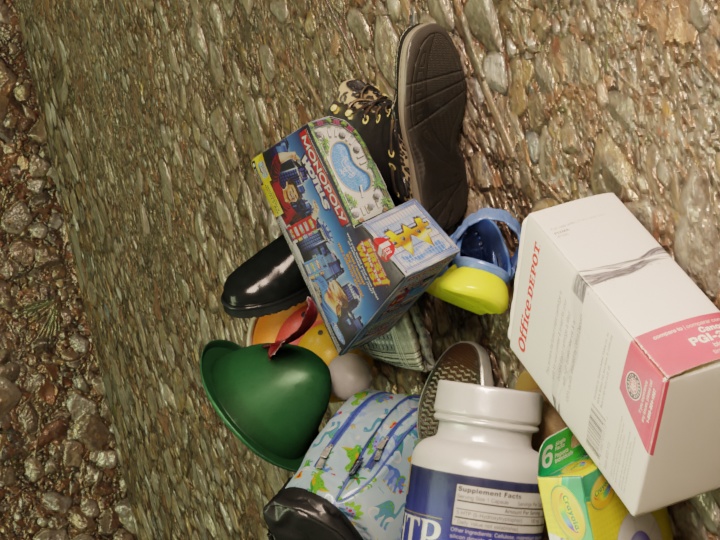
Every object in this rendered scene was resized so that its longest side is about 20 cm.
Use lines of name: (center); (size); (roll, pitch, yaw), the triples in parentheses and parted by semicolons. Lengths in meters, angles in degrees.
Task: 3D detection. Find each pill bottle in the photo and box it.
pill bottle: (0.096, 0.196, 1.449); (0.120, 0.119, 0.202); (179, 99, -70)

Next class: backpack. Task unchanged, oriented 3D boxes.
backpack: (0.012, 0.211, 1.722); (0.164, 0.153, 0.201); (61, -146, -31)

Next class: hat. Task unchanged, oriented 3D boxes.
hat: (-0.046, 0.086, 1.728); (0.176, 0.165, 0.200); (-45, 20, 19)

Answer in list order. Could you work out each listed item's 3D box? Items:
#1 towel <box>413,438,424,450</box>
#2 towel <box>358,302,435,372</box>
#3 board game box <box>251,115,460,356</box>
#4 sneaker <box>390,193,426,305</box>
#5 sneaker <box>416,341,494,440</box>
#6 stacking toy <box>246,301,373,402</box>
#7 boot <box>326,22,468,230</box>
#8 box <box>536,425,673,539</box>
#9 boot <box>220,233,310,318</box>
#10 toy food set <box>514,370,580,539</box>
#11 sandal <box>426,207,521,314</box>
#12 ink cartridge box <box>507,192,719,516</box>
towel: (0.078, 0.252, 1.579); (0.147, 0.021, 0.202); (147, 116, -82)
towel: (0.000, 0.000, 1.689); (0.202, 0.034, 0.192); (71, 165, -10)
board game box: (0.001, -0.037, 1.531); (0.201, 0.061, 0.200); (65, 154, -2)
sneaker: (0.026, -0.042, 1.751); (0.112, 0.073, 0.201); (41, 148, 53)
sneaker: (0.101, 0.168, 1.684); (0.072, 0.084, 0.202); (10, 94, 36)
stacking toy: (-0.029, 0.093, 1.854); (0.200, 0.145, 0.147); (-148, 47, -67)
boot: (0.030, -0.147, 1.620); (0.150, 0.073, 0.201); (31, 140, 47)
box: (0.199, 0.214, 1.370); (0.048, 0.117, 0.202); (-10, 97, 40)
boot: (-0.066, -0.054, 1.806); (0.073, 0.197, 0.164); (46, 152, 54)
toy food set: (0.179, 0.196, 1.514); (0.200, 0.048, 0.200); (-146, 45, -62)
sandal: (0.102, -0.009, 1.573); (0.200, 0.079, 0.088); (-178, 110, -76)
ink cartridge box: (0.198, 0.058, 1.315); (0.200, 0.082, 0.147); (-124, 27, -43)
